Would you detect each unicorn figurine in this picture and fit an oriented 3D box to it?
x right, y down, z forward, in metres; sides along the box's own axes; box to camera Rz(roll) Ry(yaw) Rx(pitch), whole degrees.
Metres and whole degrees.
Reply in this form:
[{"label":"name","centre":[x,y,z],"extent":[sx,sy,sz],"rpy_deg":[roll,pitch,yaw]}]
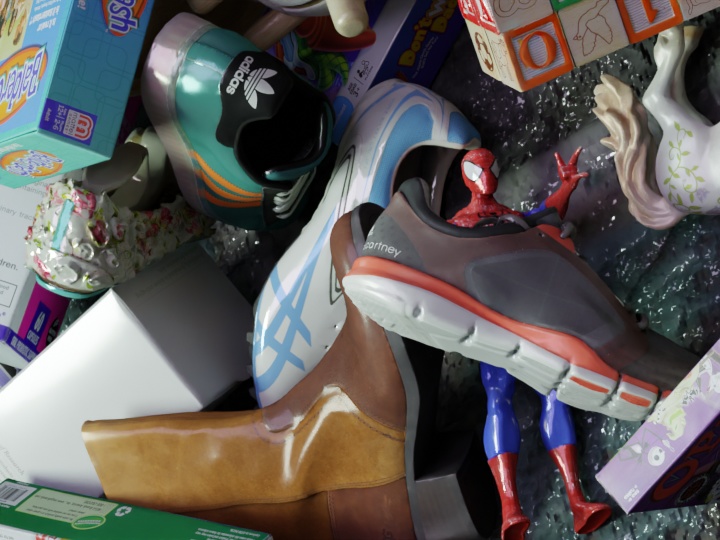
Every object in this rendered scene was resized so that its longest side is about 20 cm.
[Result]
[{"label":"unicorn figurine","centre":[0.195,-0.071,1.337],"extent":[0.200,0.073,0.138],"rpy_deg":[-30,59,53]}]

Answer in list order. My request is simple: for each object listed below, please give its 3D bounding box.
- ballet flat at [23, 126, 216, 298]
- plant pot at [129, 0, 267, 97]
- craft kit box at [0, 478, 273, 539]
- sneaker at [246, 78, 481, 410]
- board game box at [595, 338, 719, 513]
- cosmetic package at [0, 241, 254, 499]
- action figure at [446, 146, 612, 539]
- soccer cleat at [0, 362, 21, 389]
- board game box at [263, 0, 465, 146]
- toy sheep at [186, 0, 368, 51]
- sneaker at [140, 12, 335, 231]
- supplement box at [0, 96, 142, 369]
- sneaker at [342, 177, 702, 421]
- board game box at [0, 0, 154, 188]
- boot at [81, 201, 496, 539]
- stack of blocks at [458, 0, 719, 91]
[{"label":"ballet flat","centre":[-0.117,-0.041,1.522],"extent":[0.075,0.200,0.064],"rpy_deg":[16,110,10]},{"label":"plant pot","centre":[-0.128,-0.186,1.557],"extent":[0.199,0.027,0.201],"rpy_deg":[-3,74,12]},{"label":"craft kit box","centre":[-0.104,0.215,1.479],"extent":[0.199,0.048,0.199],"rpy_deg":[6,124,42]},{"label":"sneaker","centre":[0.000,0.000,1.487],"extent":[0.072,0.072,0.201],"rpy_deg":[31,105,33]},{"label":"board game box","centre":[0.200,0.029,1.270],"extent":[0.200,0.120,0.032],"rpy_deg":[-51,61,22]},{"label":"cosmetic package","centre":[-0.150,0.082,1.561],"extent":[0.200,0.108,0.085],"rpy_deg":[-42,87,27]},{"label":"action figure","centre":[0.081,0.021,1.396],"extent":[0.099,0.065,0.201],"rpy_deg":[111,149,-63]},{"label":"soccer cleat","centre":[-0.234,0.017,1.683],"extent":[0.068,0.073,0.201],"rpy_deg":[-13,72,39]},{"label":"board game box","centre":[0.009,-0.180,1.532],"extent":[0.134,0.045,0.201],"rpy_deg":[39,107,39]},{"label":"toy sheep","centre":[-0.033,-0.190,1.456],"extent":[0.138,0.137,0.201],"rpy_deg":[-42,53,27]},{"label":"sneaker","centre":[-0.050,-0.061,1.475],"extent":[0.080,0.200,0.072],"rpy_deg":[26,78,21]},{"label":"supplement box","centre":[-0.200,-0.057,1.608],"extent":[0.103,0.101,0.201],"rpy_deg":[16,81,10]},{"label":"sneaker","centre":[0.095,0.012,1.338],"extent":[0.077,0.199,0.082],"rpy_deg":[147,145,-75]},{"label":"board game box","centre":[-0.146,-0.149,1.461],"extent":[0.152,0.045,0.201],"rpy_deg":[-8,65,64]},{"label":"boot","centre":[-0.047,0.066,1.446],"extent":[0.199,0.069,0.189],"rpy_deg":[-9,118,22]},{"label":"stack of blocks","centre":[0.136,-0.177,1.326],"extent":[0.116,0.199,0.059],"rpy_deg":[69,170,-18]}]
